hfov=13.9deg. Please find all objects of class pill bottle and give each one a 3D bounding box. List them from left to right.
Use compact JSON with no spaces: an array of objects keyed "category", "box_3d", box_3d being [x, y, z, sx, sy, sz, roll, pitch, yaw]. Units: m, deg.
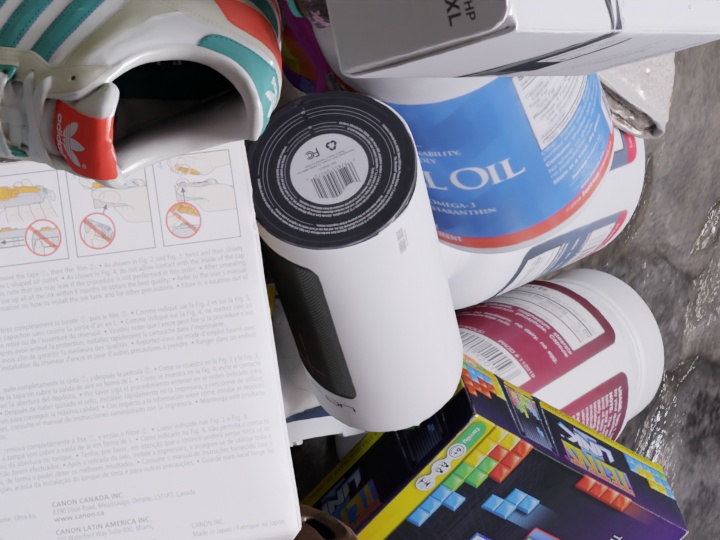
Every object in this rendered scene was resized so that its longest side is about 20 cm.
[{"category":"pill bottle","box_3d":[0.041,-0.104,1.340,0.113,0.112,0.200,-59,148,-21]},{"category":"pill bottle","box_3d":[0.055,-0.045,1.555,0.200,0.119,0.120,-21,123,-55]},{"category":"pill bottle","box_3d":[0.084,0.071,1.676,0.200,0.114,0.115,-26,127,-52]}]

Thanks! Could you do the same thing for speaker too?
[{"category":"speaker","box_3d":[0.000,0.000,1.365,0.082,0.081,0.200,-60,161,-20]}]

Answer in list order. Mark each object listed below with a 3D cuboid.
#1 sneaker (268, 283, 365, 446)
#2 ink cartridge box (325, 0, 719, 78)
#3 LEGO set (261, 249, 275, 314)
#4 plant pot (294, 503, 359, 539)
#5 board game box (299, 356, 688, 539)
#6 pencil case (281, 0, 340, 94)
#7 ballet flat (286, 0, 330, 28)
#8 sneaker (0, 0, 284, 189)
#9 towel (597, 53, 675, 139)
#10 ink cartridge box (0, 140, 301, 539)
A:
[{"category":"sneaker","box_3d":[-0.054,0.047,1.484,0.200,0.076,0.081,-10,103,-63]},{"category":"ink cartridge box","box_3d":[0.062,-0.155,1.184,0.200,0.084,0.146,-6,83,-58]},{"category":"LEGO set","box_3d":[-0.099,0.045,1.315,0.201,0.115,0.154,-56,132,-19]},{"category":"plant pot","box_3d":[-0.071,0.224,1.430,0.200,0.199,0.200,-22,117,-54]},{"category":"board game box","box_3d":[0.046,0.155,1.558,0.165,0.057,0.200,29,115,-33]},{"category":"pencil case","box_3d":[-0.028,-0.158,1.384,0.089,0.088,0.200,-60,146,-20]},{"category":"ballet flat","box_3d":[-0.004,-0.193,1.246,0.069,0.071,0.201,67,14,-61]},{"category":"sneaker","box_3d":[-0.125,-0.073,1.137,0.094,0.198,0.071,-100,-172,-56]},{"category":"towel","box_3d":[0.103,-0.171,1.546,0.200,0.034,0.133,32,59,-33]},{"category":"ink cartridge box","box_3d":[-0.117,0.024,1.224,0.050,0.160,0.202,148,-66,-73]}]
